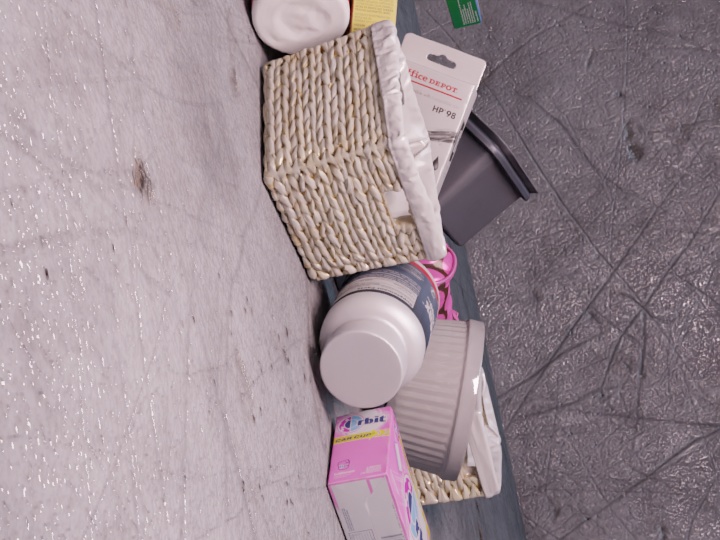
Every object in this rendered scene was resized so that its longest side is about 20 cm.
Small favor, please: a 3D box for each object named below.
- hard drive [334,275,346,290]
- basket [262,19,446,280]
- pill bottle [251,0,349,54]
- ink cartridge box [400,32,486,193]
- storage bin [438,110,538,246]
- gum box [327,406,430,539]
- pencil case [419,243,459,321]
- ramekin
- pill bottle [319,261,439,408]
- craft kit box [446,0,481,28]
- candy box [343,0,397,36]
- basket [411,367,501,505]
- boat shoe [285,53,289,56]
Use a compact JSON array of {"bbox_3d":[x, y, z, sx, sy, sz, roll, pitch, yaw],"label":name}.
[{"bbox_3d":[0.000,0.000,1.697,0.201,0.042,0.136,66,14,-48],"label":"hard drive"},{"bbox_3d":[-0.008,-0.129,1.460,0.199,0.159,0.201,67,15,-48],"label":"basket"},{"bbox_3d":[-0.072,-0.352,1.521,0.111,0.110,0.201,66,15,-49],"label":"pill bottle"},{"bbox_3d":[0.068,-0.185,1.618,0.067,0.115,0.202,11,99,-83],"label":"ink cartridge box"},{"bbox_3d":[0.131,-0.130,1.794,0.146,0.134,0.200,47,2,25],"label":"storage bin"},{"bbox_3d":[0.026,0.264,1.430,0.114,0.066,0.201,-83,159,-60],"label":"gum box"},{"bbox_3d":[0.091,0.036,1.736,0.091,0.094,0.201,36,-23,25],"label":"pencil case"},{"bbox_3d":[0.085,0.154,1.651,0.200,0.104,0.202,10,90,-89],"label":"ramekin"},{"bbox_3d":[0.018,0.068,1.469,0.200,0.119,0.121,-64,141,-65],"label":"pill bottle"},{"bbox_3d":[0.114,-0.468,1.798,0.200,0.048,0.199,66,17,-52],"label":"craft kit box"},{"bbox_3d":[0.008,-0.344,1.541,0.117,0.056,0.202,163,-67,-78],"label":"candy box"},{"bbox_3d":[0.132,0.241,1.929,0.200,0.122,0.137,-69,145,-75],"label":"basket"},{"bbox_3d":[-0.063,-0.259,1.599,0.076,0.071,0.201,52,25,-42],"label":"boat shoe"}]
